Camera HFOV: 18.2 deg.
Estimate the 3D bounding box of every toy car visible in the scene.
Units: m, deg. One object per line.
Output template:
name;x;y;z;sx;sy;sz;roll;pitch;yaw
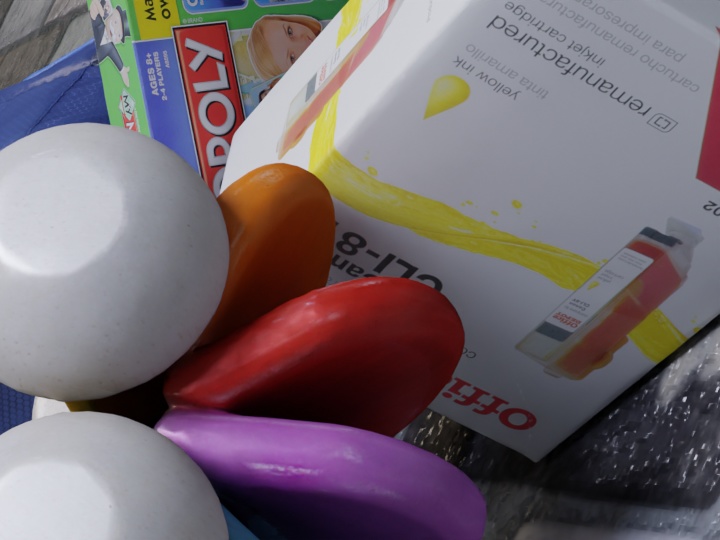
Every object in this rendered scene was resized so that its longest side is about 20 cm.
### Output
toy car;-0.038;0.059;0.665;0.175;0.149;0.201;76;-169;-64

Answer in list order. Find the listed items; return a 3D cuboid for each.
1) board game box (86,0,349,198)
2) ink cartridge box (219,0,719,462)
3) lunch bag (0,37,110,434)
board game box;-0.027;-0.041;0.839;0.029;0.134;0.201;-11;90;52
ink cartridge box;0.060;-0.040;0.740;0.200;0.145;0.084;-45;25;42
lunch bag;-0.123;-0.019;0.993;0.200;0.136;0.132;-25;24;28
